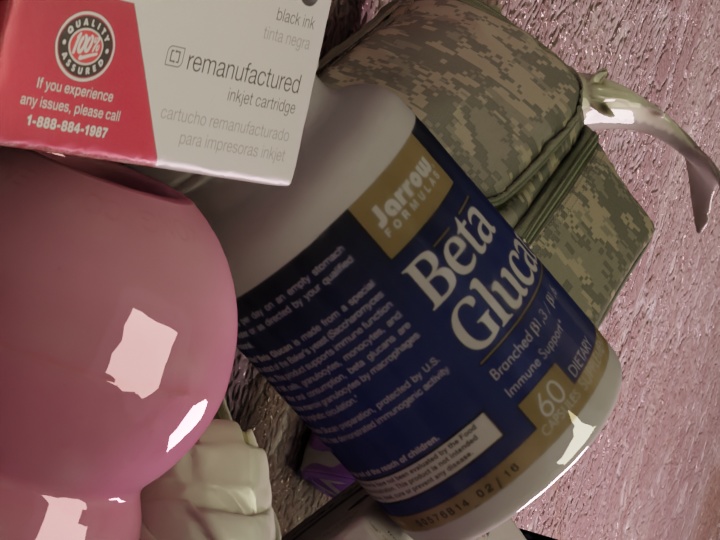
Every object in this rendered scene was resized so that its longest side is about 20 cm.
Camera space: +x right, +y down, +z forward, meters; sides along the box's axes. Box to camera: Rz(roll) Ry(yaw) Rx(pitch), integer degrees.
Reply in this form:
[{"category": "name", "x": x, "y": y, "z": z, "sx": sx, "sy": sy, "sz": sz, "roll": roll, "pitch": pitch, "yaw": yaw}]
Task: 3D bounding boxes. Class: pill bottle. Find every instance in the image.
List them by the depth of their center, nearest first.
[{"category": "pill bottle", "x": 0.000, "y": 0.000, "z": 0.817, "sx": 0.111, "sy": 0.200, "sz": 0.111, "roll": -39, "pitch": -167, "yaw": 11}]

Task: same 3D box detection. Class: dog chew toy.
[{"category": "dog chew toy", "x": -0.116, "y": 0.061, "z": 0.659, "sx": 0.201, "sy": 0.124, "sz": 0.124, "roll": -69, "pitch": 162, "yaw": 7}]

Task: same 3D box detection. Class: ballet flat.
[{"category": "ballet flat", "x": -0.065, "y": 0.059, "z": 0.731, "sx": 0.070, "sy": 0.069, "sz": 0.201, "roll": 85, "pitch": -15, "yaw": -45}]

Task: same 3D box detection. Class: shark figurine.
[{"category": "shark figurine", "x": 0.121, "y": -0.081, "z": 1.272, "sx": 0.089, "sy": 0.213, "sz": 0.129, "roll": -37, "pitch": -122, "yaw": 56}]

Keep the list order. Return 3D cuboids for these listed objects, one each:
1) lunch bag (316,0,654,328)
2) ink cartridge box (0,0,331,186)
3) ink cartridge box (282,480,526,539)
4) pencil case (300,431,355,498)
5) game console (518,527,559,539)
[{"category": "lunch bag", "x": 0.028, "y": -0.031, "z": 0.972, "sx": 0.168, "sy": 0.139, "sz": 0.200, "roll": 57, "pitch": 32, "yaw": -9}, {"category": "ink cartridge box", "x": -0.070, "y": -0.136, "z": 0.622, "sx": 0.145, "sy": 0.083, "sz": 0.202, "roll": 5, "pitch": 99, "yaw": -55}, {"category": "ink cartridge box", "x": -0.011, "y": 0.156, "z": 0.930, "sx": 0.145, "sy": 0.085, "sz": 0.200, "roll": -38, "pitch": 178, "yaw": 12}, {"category": "pencil case", "x": 0.034, "y": 0.038, "z": 1.125, "sx": 0.084, "sy": 0.085, "sz": 0.201, "roll": 47, "pitch": 59, "yaw": -66}, {"category": "game console", "x": 0.060, "y": 0.174, "z": 1.120, "sx": 0.172, "sy": 0.199, "sz": 0.119, "roll": 57, "pitch": 50, "yaw": -65}]
